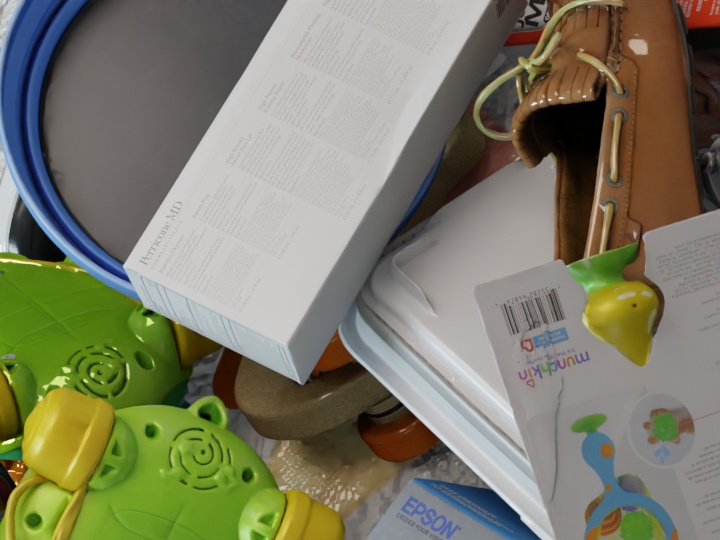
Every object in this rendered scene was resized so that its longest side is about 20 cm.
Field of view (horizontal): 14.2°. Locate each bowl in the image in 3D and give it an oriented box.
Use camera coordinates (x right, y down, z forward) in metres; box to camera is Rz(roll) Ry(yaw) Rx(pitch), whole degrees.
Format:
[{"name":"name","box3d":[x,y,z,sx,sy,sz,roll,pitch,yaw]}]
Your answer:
[{"name":"bowl","box3d":[-0.060,-0.074,1.274,0.200,0.039,0.201,0,72,-1]}]

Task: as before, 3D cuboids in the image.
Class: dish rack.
[{"name":"dish rack","box3d":[0.102,0.019,1.201,0.171,0.044,0.200,-33,51,-19]}]

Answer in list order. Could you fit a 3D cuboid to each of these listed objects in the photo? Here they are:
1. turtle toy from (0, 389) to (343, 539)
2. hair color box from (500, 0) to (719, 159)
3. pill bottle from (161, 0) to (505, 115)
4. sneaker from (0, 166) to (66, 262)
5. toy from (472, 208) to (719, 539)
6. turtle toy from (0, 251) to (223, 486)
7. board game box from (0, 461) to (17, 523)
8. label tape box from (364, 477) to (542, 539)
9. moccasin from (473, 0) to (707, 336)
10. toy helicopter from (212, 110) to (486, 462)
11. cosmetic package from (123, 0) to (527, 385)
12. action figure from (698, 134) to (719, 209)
[{"name":"turtle toy","box3d":[-0.106,0.145,1.247,0.200,0.145,0.101,-64,12,-2]},{"name":"hair color box","box3d":[0.172,-0.101,1.264,0.200,0.102,0.061,-3,57,36]},{"name":"pill bottle","box3d":[0.002,-0.121,1.372,0.200,0.112,0.112,-33,41,-12]},{"name":"sneaker","box3d":[-0.097,-0.066,1.452,0.112,0.073,0.200,19,68,45]},{"name":"toy","box3d":[0.116,0.088,1.101,0.115,0.201,0.047,-17,1,-22]},{"name":"turtle toy","box3d":[-0.152,0.049,1.375,0.145,0.101,0.200,-21,29,-23]},{"name":"board game box","box3d":[-0.182,0.130,1.263,0.023,0.200,0.105,10,58,26]},{"name":"label tape box","box3d":[0.058,0.152,1.174,0.144,0.063,0.200,28,76,45]},{"name":"moccasin","box3d":[0.093,-0.062,1.180,0.074,0.077,0.202,126,145,-60]},{"name":"toy helicopter","box3d":[0.000,0.000,1.347,0.132,0.079,0.200,-9,41,42]},{"name":"cosmetic package","box3d":[-0.012,-0.059,1.218,0.082,0.051,0.200,26,73,16]},{"name":"action figure","box3d":[0.204,-0.016,1.152,0.130,0.070,0.200,-4,35,0]}]
